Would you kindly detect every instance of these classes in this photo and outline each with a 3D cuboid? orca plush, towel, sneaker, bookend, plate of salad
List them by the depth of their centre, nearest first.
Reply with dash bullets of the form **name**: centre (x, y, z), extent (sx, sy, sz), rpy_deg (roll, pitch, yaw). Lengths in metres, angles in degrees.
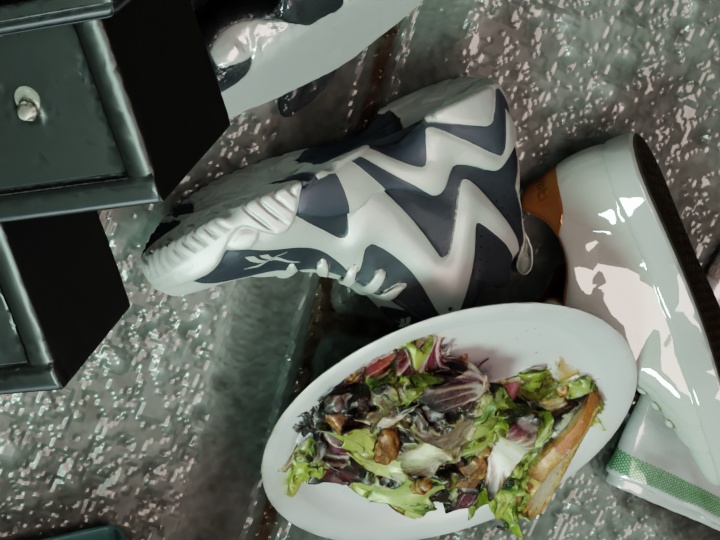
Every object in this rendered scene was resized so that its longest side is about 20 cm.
- **bookend**: centre (-0.143, -0.033, 0.933), extent (0.197, 0.092, 0.201), rpy_deg (-5, 117, 25)
- **orca plush**: centre (-0.063, -0.112, 1.026), extent (0.200, 0.071, 0.105), rpy_deg (-38, 162, 6)
- **sneaker**: centre (0.000, 0.000, 1.062), extent (0.198, 0.079, 0.130), rpy_deg (-28, 107, -21)
- **plate of salad**: centre (0.049, 0.088, 1.086), extent (0.198, 0.048, 0.201), rpy_deg (-12, 144, -9)
- **sneaker**: centre (0.144, 0.030, 1.134), extent (0.084, 0.073, 0.201), rpy_deg (-20, 104, 18)
- **towel**: centre (0.238, 0.056, 1.200), extent (0.148, 0.031, 0.201), rpy_deg (24, 97, -27)

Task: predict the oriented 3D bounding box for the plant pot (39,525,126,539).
- **plant pot**: centre (-0.163, 0.259, 1.059), extent (0.140, 0.141, 0.202), rpy_deg (-10, 118, -17)
